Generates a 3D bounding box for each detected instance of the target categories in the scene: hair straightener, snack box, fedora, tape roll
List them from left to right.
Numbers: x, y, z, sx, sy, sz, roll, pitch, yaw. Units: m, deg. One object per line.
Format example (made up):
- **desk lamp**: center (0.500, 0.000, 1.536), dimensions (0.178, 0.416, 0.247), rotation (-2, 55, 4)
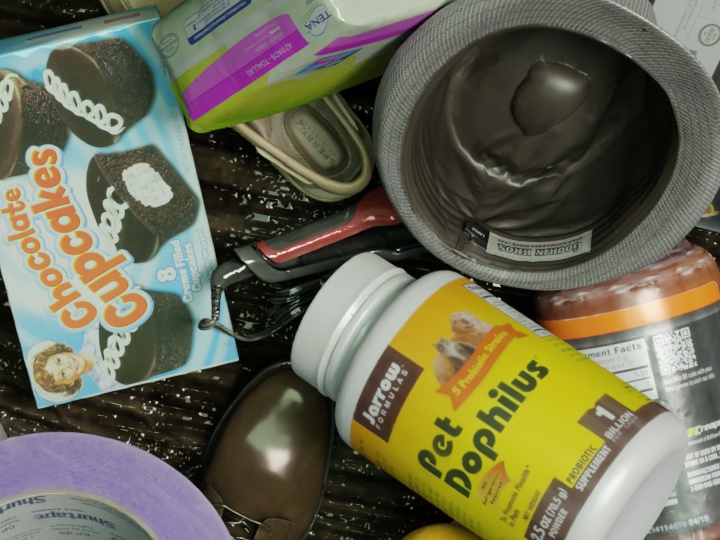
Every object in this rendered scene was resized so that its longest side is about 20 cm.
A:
- **tape roll**: center (-0.154, 0.190, 1.310), dimensions (0.199, 0.085, 0.201), rotation (0, 63, 0)
- **snack box**: center (-0.143, -0.033, 1.399), dimensions (0.116, 0.037, 0.201), rotation (-14, 110, -4)
- **hair straightener**: center (0.000, 0.000, 1.417), dimensions (0.199, 0.041, 0.077), rotation (-24, 128, -21)
- **fedora**: center (0.100, -0.085, 1.325), dimensions (0.176, 0.090, 0.200), rotation (25, 130, -5)

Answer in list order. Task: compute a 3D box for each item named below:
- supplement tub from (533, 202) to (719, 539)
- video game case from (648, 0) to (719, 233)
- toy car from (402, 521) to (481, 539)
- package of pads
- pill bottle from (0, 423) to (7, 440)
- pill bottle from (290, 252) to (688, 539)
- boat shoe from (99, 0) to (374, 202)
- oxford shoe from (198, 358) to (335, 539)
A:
- **supplement tub**: center (0.157, 0.056, 1.418), dimensions (0.106, 0.107, 0.201), rotation (-14, 94, -4)
- **video game case**: center (0.194, -0.098, 1.391), dimensions (0.181, 0.200, 0.023), rotation (15, 48, -5)
- **toy car**: center (0.049, 0.239, 1.396), dimensions (0.150, 0.175, 0.201), rotation (-25, 97, 38)
- **package of pads**: center (0.006, -0.143, 1.339), dimensions (0.200, 0.154, 0.068), rotation (-22, 86, -40)
- **pill bottle**: center (-0.282, 0.037, 1.379), dimensions (0.112, 0.112, 0.201), rotation (-30, 94, -3)
- **pill bottle**: center (0.064, 0.074, 1.349), dimensions (0.200, 0.109, 0.109), rotation (33, 89, 20)
- **boat shoe**: center (-0.066, -0.118, 1.414), dimensions (0.200, 0.065, 0.071), rotation (41, 88, -5)
- **oxford shoe**: center (-0.064, 0.145, 1.416), dimensions (0.072, 0.084, 0.201), rotation (22, 89, -4)
